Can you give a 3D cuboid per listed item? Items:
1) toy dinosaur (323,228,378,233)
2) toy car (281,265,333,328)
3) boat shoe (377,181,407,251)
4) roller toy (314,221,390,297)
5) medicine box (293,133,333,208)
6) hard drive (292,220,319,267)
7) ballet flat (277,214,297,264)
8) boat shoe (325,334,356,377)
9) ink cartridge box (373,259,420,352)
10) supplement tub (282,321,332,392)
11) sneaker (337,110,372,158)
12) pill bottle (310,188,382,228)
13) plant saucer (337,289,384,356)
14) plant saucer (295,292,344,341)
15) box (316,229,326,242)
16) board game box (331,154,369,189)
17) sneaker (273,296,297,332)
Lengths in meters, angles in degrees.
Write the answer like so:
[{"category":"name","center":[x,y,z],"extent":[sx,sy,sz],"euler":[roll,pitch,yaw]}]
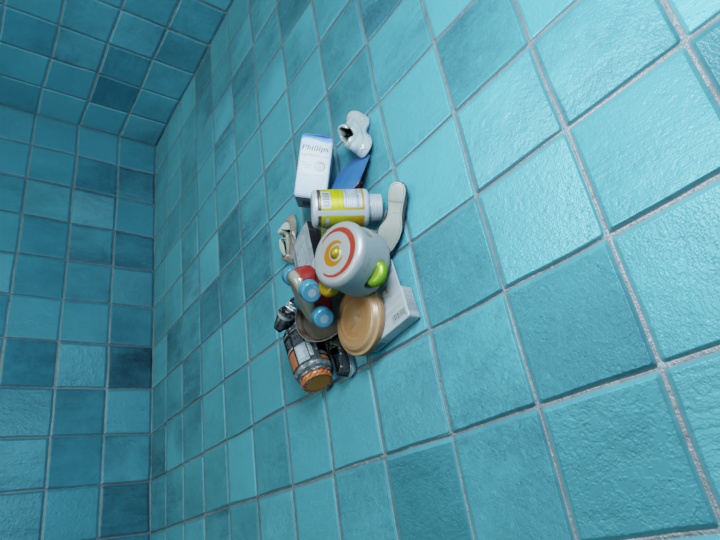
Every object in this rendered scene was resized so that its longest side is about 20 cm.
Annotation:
[{"category":"toy dinosaur","center":[-0.052,-0.095,1.561],"extent":[0.199,0.088,0.048],"euler":[-22,63,7]},{"category":"toy car","center":[-0.098,0.040,1.597],"extent":[0.184,0.199,0.177],"euler":[31,147,60]},{"category":"boat shoe","center":[0.095,-0.144,1.500],"extent":[0.067,0.057,0.201],"euler":[15,99,19]},{"category":"roller toy","center":[-0.029,-0.030,1.447],"extent":[0.199,0.139,0.183],"euler":[-23,59,36]},{"category":"medicine box","center":[-0.147,-0.313,1.760],"extent":[0.182,0.102,0.201],"euler":[123,154,-85]},{"category":"hard drive","center":[-0.172,-0.043,1.772],"extent":[0.140,0.038,0.201],"euler":[-55,39,41]},{"category":"ballet flat","center":[-0.264,-0.121,1.973],"extent":[0.068,0.067,0.201],"euler":[-35,55,44]},{"category":"boat shoe","center":[-0.071,0.231,1.625],"extent":[0.069,0.056,0.200],"euler":[-56,42,29]},{"category":"ink cartridge box","center":[0.064,0.098,1.481],"extent":[0.200,0.045,0.177],"euler":[-44,48,39]},{"category":"supplement tub","center":[-0.160,0.267,1.684],"extent":[0.123,0.122,0.200],"euler":[-55,43,31]},{"category":"sneaker","center":[-0.026,-0.439,1.683],"extent":[0.078,0.099,0.201],"euler":[-49,37,34]},{"category":"pill bottle","center":[-0.040,-0.177,1.551],"extent":[0.109,0.199,0.110],"euler":[178,90,-83]},{"category":"plant saucer","center":[-0.007,0.135,1.505],"extent":[0.200,0.032,0.201],"euler":[-17,68,51]},{"category":"plant saucer","center":[-0.108,0.129,1.663],"extent":[0.199,0.032,0.201],"euler":[-15,55,22]},{"category":"box","center":[-0.102,-0.117,1.744],"extent":[0.200,0.044,0.161],"euler":[-19,66,60]},{"category":"board game box","center":[-0.027,-0.269,1.674],"extent":[0.158,0.039,0.201],"euler":[-23,38,44]},{"category":"sneaker","center":[-0.228,0.146,1.767],"extent":[0.066,0.200,0.091],"euler":[33,109,8]}]
